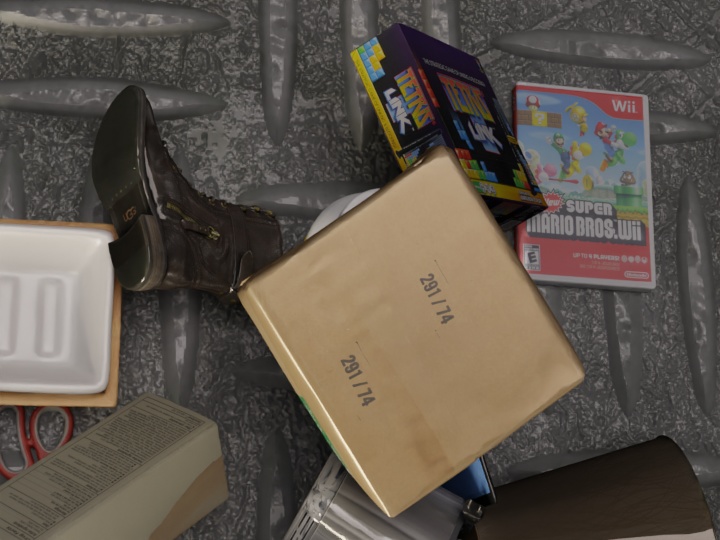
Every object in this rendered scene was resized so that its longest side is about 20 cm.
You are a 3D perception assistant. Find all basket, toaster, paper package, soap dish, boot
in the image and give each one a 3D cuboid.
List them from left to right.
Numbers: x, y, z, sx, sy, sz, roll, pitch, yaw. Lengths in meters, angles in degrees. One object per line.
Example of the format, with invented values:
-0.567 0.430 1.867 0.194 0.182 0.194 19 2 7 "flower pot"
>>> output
-0.302 0.038 1.118 0.196 0.081 0.160 2 74 -11 "soap dish"
-0.143 -0.054 1.163 0.173 0.069 0.203 8 67 -46 "boot"
0.004 0.230 1.079 0.128 0.201 0.114 30 38 2 "toaster"
0.035 0.043 0.975 0.189 0.103 0.201 -34 93 -4 "paper package"
0.189 0.242 1.143 0.197 0.137 0.182 -7 52 -9 "basket"

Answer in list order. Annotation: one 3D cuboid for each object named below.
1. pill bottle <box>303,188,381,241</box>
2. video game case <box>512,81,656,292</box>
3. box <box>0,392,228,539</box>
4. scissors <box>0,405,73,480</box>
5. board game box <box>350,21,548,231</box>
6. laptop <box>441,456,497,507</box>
0.000 0.000 1.130 0.110 0.200 0.114 3 74 -11 "pill bottle"
0.219 -0.083 1.297 0.140 0.017 0.203 4 74 -11 "video game case"
-0.207 0.186 1.046 0.199 0.094 0.079 -32 127 -39 "box"
-0.266 0.205 1.118 0.072 0.014 0.203 -9 78 -17 "scissors"
0.085 -0.123 1.188 0.056 0.199 0.167 -27 78 23 "board game box"
0.014 0.121 1.113 0.197 0.177 0.105 22 71 -6 "laptop"
